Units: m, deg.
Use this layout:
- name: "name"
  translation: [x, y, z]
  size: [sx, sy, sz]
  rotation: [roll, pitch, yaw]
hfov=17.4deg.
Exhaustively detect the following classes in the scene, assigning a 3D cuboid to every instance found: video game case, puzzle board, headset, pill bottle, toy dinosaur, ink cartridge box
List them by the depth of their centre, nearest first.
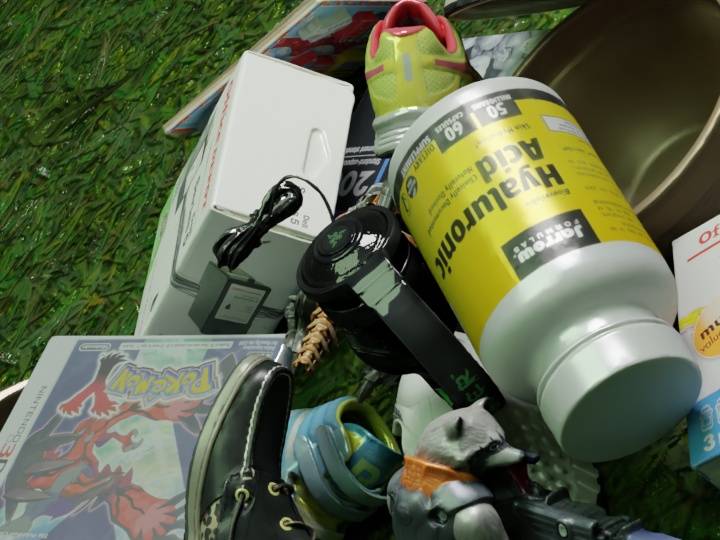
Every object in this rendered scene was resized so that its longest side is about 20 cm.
- name: "ink cartridge box"
  translation: [0.231, 0.018, 1.246]
  size: [0.115, 0.068, 0.200]
  rotation: [-32, 38, 31]
- name: "pill bottle"
  translation: [0.100, 0.001, 1.248]
  size: [0.111, 0.111, 0.200]
  rotation: [-41, 52, 17]
- name: "headset"
  translation: [-0.001, 0.020, 1.319]
  size: [0.094, 0.124, 0.200]
  rotation: [-40, 55, -2]
- name: "toy dinosaur"
  translation: [0.000, 0.000, 1.451]
  size: [0.102, 0.200, 0.136]
  rotation: [37, 133, 27]
- name: "video game case"
  translation: [-0.155, 0.115, 1.508]
  size: [0.200, 0.023, 0.182]
  rotation: [-1, 48, 32]
- name: "ink cartridge box"
  translation: [0.050, -0.067, 1.585]
  size: [0.198, 0.043, 0.200]
  rotation: [1, 61, 51]
- name: "ink cartridge box"
  translation: [-0.083, -0.029, 1.605]
  size: [0.200, 0.084, 0.146]
  rotation: [122, 162, -49]
- name: "puzzle board"
  translation: [-0.042, -0.146, 1.686]
  size: [0.151, 0.017, 0.200]
  rotation: [-39, -10, 22]

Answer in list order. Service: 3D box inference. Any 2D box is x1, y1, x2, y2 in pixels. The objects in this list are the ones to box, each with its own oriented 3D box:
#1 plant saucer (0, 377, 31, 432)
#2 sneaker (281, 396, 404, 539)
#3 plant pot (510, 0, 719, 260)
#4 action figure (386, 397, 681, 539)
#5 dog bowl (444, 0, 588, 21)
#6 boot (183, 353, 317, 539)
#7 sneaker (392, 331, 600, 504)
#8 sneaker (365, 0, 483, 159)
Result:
- name: "plant saucer"
  translation: [-0.184, 0.156, 1.567]
  size: [0.029, 0.200, 0.200]
  rotation: [102, 180, -56]
- name: "sneaker"
  translation: [-0.037, 0.159, 1.442]
  size: [0.130, 0.080, 0.200]
  rotation: [-24, 43, 40]
- name: "plant pot"
  translation: [0.168, -0.070, 1.390]
  size: [0.201, 0.093, 0.201]
  rotation: [-33, 36, 28]
- name: "action figure"
  translation: [0.068, 0.165, 1.219]
  size: [0.200, 0.104, 0.194]
  rotation: [0, 96, 53]
- name: "dog bowl"
  translation: [0.144, -0.210, 1.456]
  size: [0.200, 0.200, 0.074]
  rotation: [-11, 90, 47]
- name: "boot"
  translation: [-0.027, 0.160, 1.364]
  size: [0.154, 0.073, 0.204]
  rotation: [11, 85, 25]
- name: "sneaker"
  translation: [0.074, 0.113, 1.368]
  size: [0.081, 0.076, 0.200]
  rotation: [-62, 28, 19]
- name: "sneaker"
  translation: [0.041, -0.128, 1.479]
  size: [0.078, 0.090, 0.200]
  rotation: [-9, 10, 3]
